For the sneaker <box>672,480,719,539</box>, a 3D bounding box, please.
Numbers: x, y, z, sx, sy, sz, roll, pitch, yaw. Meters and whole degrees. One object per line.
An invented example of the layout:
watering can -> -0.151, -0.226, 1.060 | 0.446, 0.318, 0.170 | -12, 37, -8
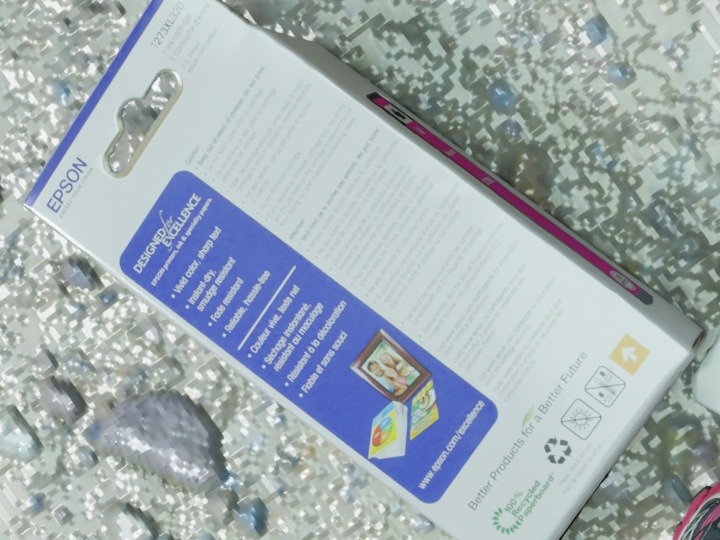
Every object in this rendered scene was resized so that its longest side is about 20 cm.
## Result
sneaker -> 0.117, 0.164, 0.818 | 0.080, 0.075, 0.201 | -6, 98, 16

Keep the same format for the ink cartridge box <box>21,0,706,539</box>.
ink cartridge box -> 0.000, 0.000, 0.846 | 0.200, 0.037, 0.095 | 36, 107, 5

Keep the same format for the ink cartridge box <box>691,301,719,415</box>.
ink cartridge box -> 0.183, -0.014, 0.775 | 0.115, 0.068, 0.200 | 32, 105, 10
